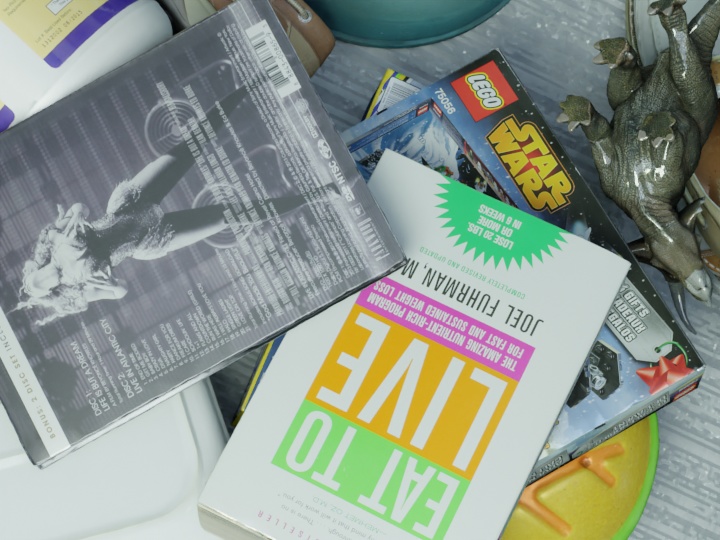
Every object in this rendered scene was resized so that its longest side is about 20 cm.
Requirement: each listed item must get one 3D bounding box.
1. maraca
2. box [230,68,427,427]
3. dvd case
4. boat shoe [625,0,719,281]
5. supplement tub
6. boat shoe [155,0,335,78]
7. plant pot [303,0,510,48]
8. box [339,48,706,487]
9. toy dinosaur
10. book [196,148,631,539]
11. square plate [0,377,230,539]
[{"bbox_3d":[0.089,0.067,1.155,0.136,0.107,0.202,2,70,6],"label":"maraca"},{"bbox_3d":[0.000,0.000,1.170,0.064,0.070,0.201,24,77,-3],"label":"box"},{"bbox_3d":[-0.098,-0.020,1.035,0.199,0.016,0.149,-29,81,1],"label":"dvd case"},{"bbox_3d":[0.197,-0.096,1.220,0.074,0.068,0.202,-11,80,-7],"label":"boat shoe"},{"bbox_3d":[-0.211,-0.138,1.124,0.200,0.145,0.146,43,76,1],"label":"supplement tub"},{"bbox_3d":[-0.089,-0.167,1.177,0.072,0.076,0.200,-38,78,-11],"label":"boat shoe"},{"bbox_3d":[0.028,-0.241,1.159,0.198,0.188,0.202,2,79,-9],"label":"plant pot"},{"bbox_3d":[0.061,0.004,1.101,0.136,0.040,0.201,-28,71,-8],"label":"box"},{"bbox_3d":[0.154,-0.078,1.144,0.076,0.102,0.201,-1,59,21],"label":"toy dinosaur"},{"bbox_3d":[0.027,0.057,1.041,0.133,0.048,0.201,24,69,9],"label":"book"},{"bbox_3d":[-0.163,0.067,1.055,0.197,0.028,0.201,-13,70,-18],"label":"square plate"}]
